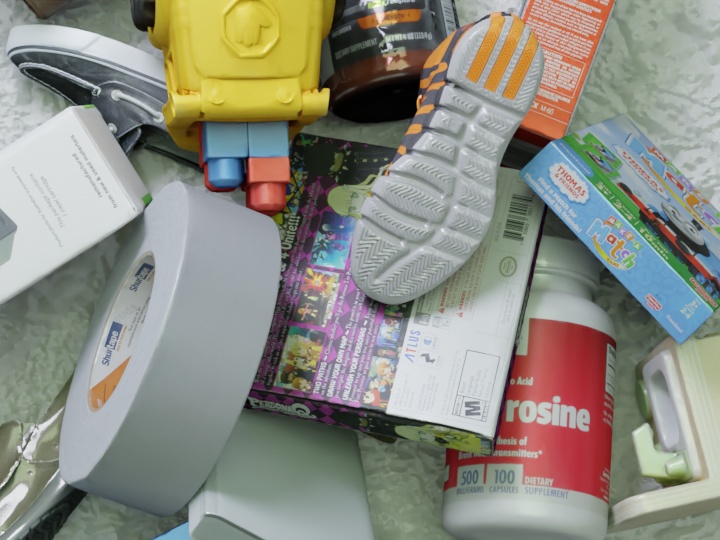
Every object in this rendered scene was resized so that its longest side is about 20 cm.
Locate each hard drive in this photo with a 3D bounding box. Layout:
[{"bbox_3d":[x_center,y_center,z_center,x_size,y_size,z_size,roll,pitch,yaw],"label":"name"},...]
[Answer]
[{"bbox_3d":[-0.051,0.135,1.257,0.132,0.200,0.026,31,110,-19],"label":"hard drive"}]

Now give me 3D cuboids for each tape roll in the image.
[{"bbox_3d":[-0.121,0.049,1.225,0.066,0.200,0.201,22,75,-18],"label":"tape roll"}]

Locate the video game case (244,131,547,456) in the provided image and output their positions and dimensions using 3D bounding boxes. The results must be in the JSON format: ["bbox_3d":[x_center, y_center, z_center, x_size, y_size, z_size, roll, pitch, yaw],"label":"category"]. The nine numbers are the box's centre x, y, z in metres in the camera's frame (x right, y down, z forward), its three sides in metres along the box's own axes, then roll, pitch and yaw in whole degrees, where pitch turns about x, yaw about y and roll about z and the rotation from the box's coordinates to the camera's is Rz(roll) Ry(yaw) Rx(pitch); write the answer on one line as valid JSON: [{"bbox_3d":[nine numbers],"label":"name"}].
[{"bbox_3d":[0.020,0.012,1.284,0.180,0.036,0.201,10,61,8],"label":"video game case"}]

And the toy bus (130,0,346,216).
[{"bbox_3d":[-0.080,-0.131,1.290,0.135,0.200,0.193,-3,90,-10],"label":"toy bus"}]

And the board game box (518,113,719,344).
[{"bbox_3d":[0.196,-0.034,1.329,0.151,0.200,0.037,47,111,7],"label":"board game box"}]

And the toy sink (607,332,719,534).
[{"bbox_3d":[0.253,0.099,1.328,0.199,0.130,0.113,-12,77,-6],"label":"toy sink"}]

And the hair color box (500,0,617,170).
[{"bbox_3d":[0.141,-0.173,1.396,0.064,0.111,0.201,22,75,2],"label":"hair color box"}]

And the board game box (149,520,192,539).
[{"bbox_3d":[-0.173,0.223,1.258,0.199,0.152,0.045,-26,80,-9],"label":"board game box"}]

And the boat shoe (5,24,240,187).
[{"bbox_3d":[-0.162,-0.113,1.386,0.199,0.072,0.068,21,74,-6],"label":"boat shoe"}]

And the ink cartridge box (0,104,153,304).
[{"bbox_3d":[-0.245,-0.023,1.294,0.199,0.146,0.084,-32,96,2],"label":"ink cartridge box"}]

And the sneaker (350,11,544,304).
[{"bbox_3d":[0.056,-0.073,1.272,0.077,0.112,0.201,30,96,-8],"label":"sneaker"}]

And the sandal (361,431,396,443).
[{"bbox_3d":[-0.049,0.034,1.353,0.211,0.078,0.070,30,72,10],"label":"sandal"}]

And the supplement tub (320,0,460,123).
[{"bbox_3d":[0.010,-0.214,1.400,0.106,0.107,0.201,-9,77,-6],"label":"supplement tub"}]

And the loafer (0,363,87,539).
[{"bbox_3d":[-0.224,0.140,1.321,0.070,0.075,0.200,39,68,11],"label":"loafer"}]

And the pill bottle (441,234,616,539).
[{"bbox_3d":[0.116,0.083,1.330,0.112,0.112,0.201,5,73,-2],"label":"pill bottle"}]

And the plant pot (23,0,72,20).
[{"bbox_3d":[-0.197,-0.295,1.372,0.198,0.200,0.200,-40,82,-3],"label":"plant pot"}]
